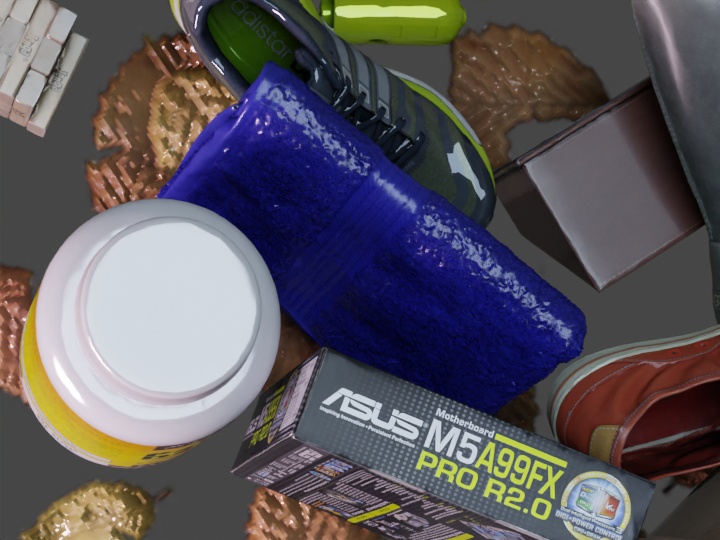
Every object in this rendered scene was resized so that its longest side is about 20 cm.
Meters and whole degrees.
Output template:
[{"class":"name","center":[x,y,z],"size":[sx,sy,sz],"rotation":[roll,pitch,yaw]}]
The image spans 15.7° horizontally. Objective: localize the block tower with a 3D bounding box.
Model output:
[{"class":"block tower","center":[-0.230,-0.138,1.265],"size":[0.199,0.058,0.054],"rotation":[27,78,-7]}]

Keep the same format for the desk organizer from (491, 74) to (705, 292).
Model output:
[{"class":"desk organizer","center":[0.170,-0.068,1.323],"size":[0.199,0.072,0.077],"rotation":[-32,91,-13]}]

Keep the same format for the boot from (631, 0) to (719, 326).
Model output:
[{"class":"boot","center":[0.228,-0.066,1.272],"size":[0.181,0.073,0.201],"rotation":[-14,94,-20]}]

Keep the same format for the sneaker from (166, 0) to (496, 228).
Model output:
[{"class":"sneaker","center":[-0.016,-0.078,1.269],"size":[0.200,0.081,0.074],"rotation":[38,106,-10]}]

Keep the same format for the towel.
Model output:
[{"class":"towel","center":[0.000,0.000,1.241],"size":[0.200,0.148,0.050],"rotation":[38,61,-5]}]

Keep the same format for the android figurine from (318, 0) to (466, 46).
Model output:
[{"class":"android figurine","center":[0.021,-0.202,1.331],"size":[0.199,0.041,0.183],"rotation":[2,81,-9]}]

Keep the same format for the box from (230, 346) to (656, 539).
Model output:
[{"class":"box","center":[0.031,0.096,1.205],"size":[0.159,0.200,0.044],"rotation":[22,78,-6]}]

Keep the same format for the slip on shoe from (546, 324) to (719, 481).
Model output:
[{"class":"slip on shoe","center":[0.187,0.054,1.211],"size":[0.199,0.061,0.074],"rotation":[-15,126,-15]}]

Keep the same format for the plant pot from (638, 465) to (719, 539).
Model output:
[{"class":"plant pot","center":[0.216,0.160,1.252],"size":[0.200,0.200,0.175],"rotation":[39,59,-3]}]

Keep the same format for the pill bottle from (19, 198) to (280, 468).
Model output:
[{"class":"pill bottle","center":[-0.097,0.030,1.190],"size":[0.109,0.200,0.110],"rotation":[2,81,-10]}]
